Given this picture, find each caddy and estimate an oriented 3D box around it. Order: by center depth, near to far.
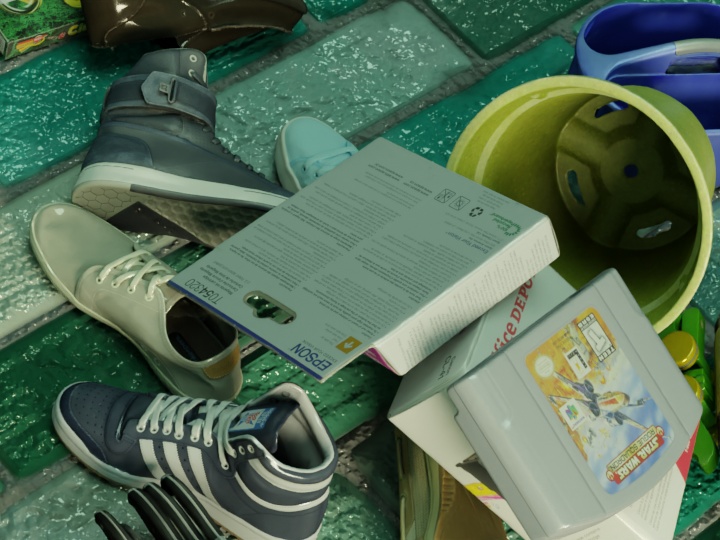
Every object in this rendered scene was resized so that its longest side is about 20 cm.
[{"bbox_3d":[0.258,-0.148,1.911,0.198,0.105,0.142,-4,53,-22],"label":"caddy"}]

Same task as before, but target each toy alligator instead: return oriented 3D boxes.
[{"bbox_3d":[0.231,0.070,1.766,0.054,0.059,0.201,-16,48,19],"label":"toy alligator"}]

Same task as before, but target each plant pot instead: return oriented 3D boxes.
[{"bbox_3d":[0.181,-0.058,1.753,0.200,0.201,0.184,35,23,10],"label":"plant pot"}]

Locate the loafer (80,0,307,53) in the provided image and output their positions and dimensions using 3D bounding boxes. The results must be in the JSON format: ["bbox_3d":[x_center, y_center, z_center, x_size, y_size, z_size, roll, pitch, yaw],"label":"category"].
[{"bbox_3d":[-0.134,-0.198,1.845,0.199,0.072,0.073,1,18,-32],"label":"loafer"}]

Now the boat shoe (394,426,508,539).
[{"bbox_3d":[0.054,0.175,1.618,0.073,0.063,0.202,22,50,-36],"label":"boat shoe"}]

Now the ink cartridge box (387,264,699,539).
[{"bbox_3d":[0.131,0.099,1.631,0.200,0.085,0.148,41,43,-16],"label":"ink cartridge box"}]

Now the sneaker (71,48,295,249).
[{"bbox_3d":[-0.099,-0.086,1.753,0.201,0.077,0.147,16,52,-6],"label":"sneaker"}]

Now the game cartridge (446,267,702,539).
[{"bbox_3d":[0.148,0.091,1.563,0.134,0.041,0.200,54,42,2],"label":"game cartridge"}]

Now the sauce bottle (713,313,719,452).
[{"bbox_3d":[0.287,0.105,1.713,0.064,0.065,0.201,16,42,-7],"label":"sauce bottle"}]

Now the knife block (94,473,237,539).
[{"bbox_3d":[-0.083,0.217,1.502,0.198,0.064,0.176,12,44,3],"label":"knife block"}]

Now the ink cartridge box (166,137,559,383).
[{"bbox_3d":[0.000,0.000,1.608,0.199,0.044,0.196,-36,37,-20],"label":"ink cartridge box"}]

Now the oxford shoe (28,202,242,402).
[{"bbox_3d":[-0.153,0.014,1.666,0.200,0.058,0.075,43,54,18],"label":"oxford shoe"}]

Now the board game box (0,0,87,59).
[{"bbox_3d":[-0.219,-0.234,1.866,0.199,0.024,0.105,-23,66,-33],"label":"board game box"}]

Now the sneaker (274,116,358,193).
[{"bbox_3d":[0.010,-0.053,1.761,0.074,0.082,0.200,-22,63,-34],"label":"sneaker"}]

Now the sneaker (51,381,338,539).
[{"bbox_3d":[-0.105,0.106,1.574,0.199,0.109,0.070,27,48,3],"label":"sneaker"}]
